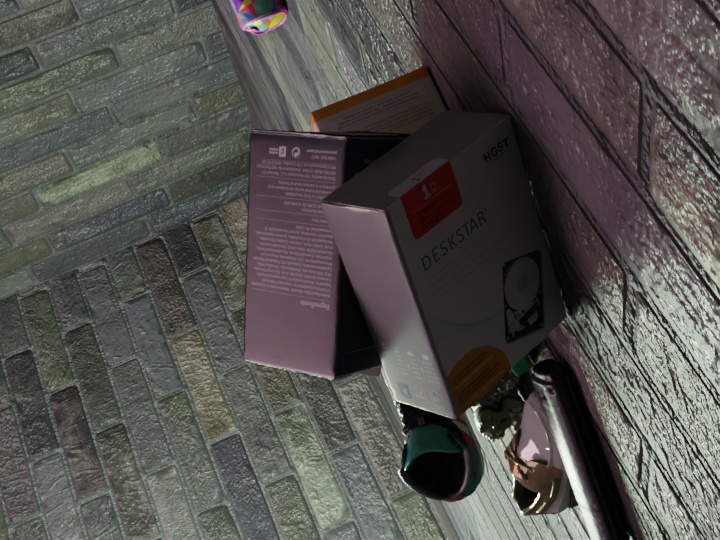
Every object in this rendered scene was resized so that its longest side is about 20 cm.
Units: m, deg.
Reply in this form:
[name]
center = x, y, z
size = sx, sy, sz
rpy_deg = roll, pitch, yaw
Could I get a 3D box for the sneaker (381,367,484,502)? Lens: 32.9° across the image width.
[sneaker]
center = 0.069, 0.165, 1.312
size = 0.200, 0.084, 0.121
rpy_deg = 63, -166, -4

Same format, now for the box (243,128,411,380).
[box]
center = -0.012, -0.020, 1.061
size = 0.107, 0.148, 0.200
rpy_deg = 8, 99, 36

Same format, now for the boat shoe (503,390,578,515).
[boat shoe]
center = 0.187, 0.196, 1.259
size = 0.200, 0.068, 0.075
rpy_deg = 73, 171, -45

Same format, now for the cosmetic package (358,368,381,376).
[cosmetic package]
center = 0.000, 0.000, 1.314
size = 0.108, 0.085, 0.200
rpy_deg = -111, 32, -63

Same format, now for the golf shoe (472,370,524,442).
[golf shoe]
center = 0.137, 0.107, 1.368
size = 0.200, 0.078, 0.097
rpy_deg = 76, 175, -52

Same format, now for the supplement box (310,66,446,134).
[supplement box]
center = 0.046, -0.079, 1.187
size = 0.074, 0.126, 0.200
rpy_deg = 96, 151, -77

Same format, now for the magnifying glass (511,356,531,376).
[magnifying glass]
center = 0.143, 0.075, 1.191
size = 0.080, 0.022, 0.200
rpy_deg = 53, -174, 19

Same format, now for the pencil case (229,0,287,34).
[pencil case]
center = -0.190, -0.482, 1.977
size = 0.088, 0.088, 0.200
rpy_deg = 105, 141, -81

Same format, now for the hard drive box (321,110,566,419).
[hard drive box]
center = 0.073, -0.007, 1.003
size = 0.077, 0.156, 0.200
rpy_deg = 12, 132, 47

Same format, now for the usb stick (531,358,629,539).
[usb stick]
center = 0.210, 0.180, 1.166
size = 0.055, 0.033, 0.200
rpy_deg = -132, 20, -75
